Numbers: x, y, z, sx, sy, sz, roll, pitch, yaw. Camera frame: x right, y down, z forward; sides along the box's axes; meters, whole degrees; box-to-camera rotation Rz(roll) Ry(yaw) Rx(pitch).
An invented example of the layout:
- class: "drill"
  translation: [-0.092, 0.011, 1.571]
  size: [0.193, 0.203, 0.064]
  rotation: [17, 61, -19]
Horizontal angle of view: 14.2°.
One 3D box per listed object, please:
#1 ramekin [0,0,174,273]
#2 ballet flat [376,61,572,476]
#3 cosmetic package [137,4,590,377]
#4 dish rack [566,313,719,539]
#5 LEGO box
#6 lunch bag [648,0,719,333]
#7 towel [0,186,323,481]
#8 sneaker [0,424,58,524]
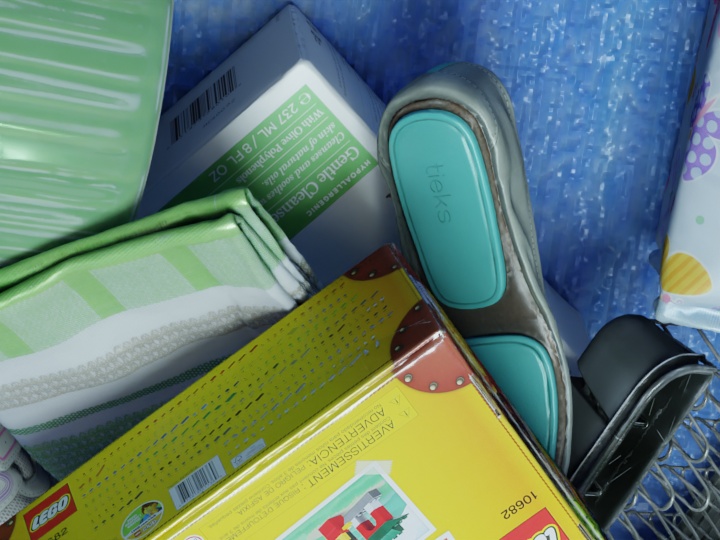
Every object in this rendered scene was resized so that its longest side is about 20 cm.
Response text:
- class: "ramekin"
  translation: [-0.139, -0.077, 1.124]
  size: [0.097, 0.200, 0.201]
  rotation: [9, 114, -16]
- class: "ballet flat"
  translation: [0.052, 0.013, 1.155]
  size: [0.067, 0.064, 0.201]
  rotation: [-3, 110, 20]
- class: "cosmetic package"
  translation: [0.000, 0.000, 1.224]
  size: [0.108, 0.085, 0.200]
  rotation: [-41, 109, 11]
- class: "dish rack"
  translation: [0.142, 0.087, 1.238]
  size: [0.199, 0.055, 0.154]
  rotation: [5, 126, -44]
- class: "LEGO box"
  translation: [-0.021, 0.112, 1.083]
  size: [0.200, 0.077, 0.149]
  rotation: [-35, 121, 2]
- class: "lunch bag"
  translation: [0.232, -0.046, 1.188]
  size: [0.199, 0.127, 0.170]
  rotation: [12, 106, 3]
- class: "towel"
  translation: [-0.071, 0.046, 1.129]
  size: [0.149, 0.031, 0.200]
  rotation: [-19, 146, 13]
- class: "sneaker"
  translation: [-0.184, 0.065, 1.244]
  size: [0.199, 0.081, 0.088]
  rotation: [30, 106, -20]
